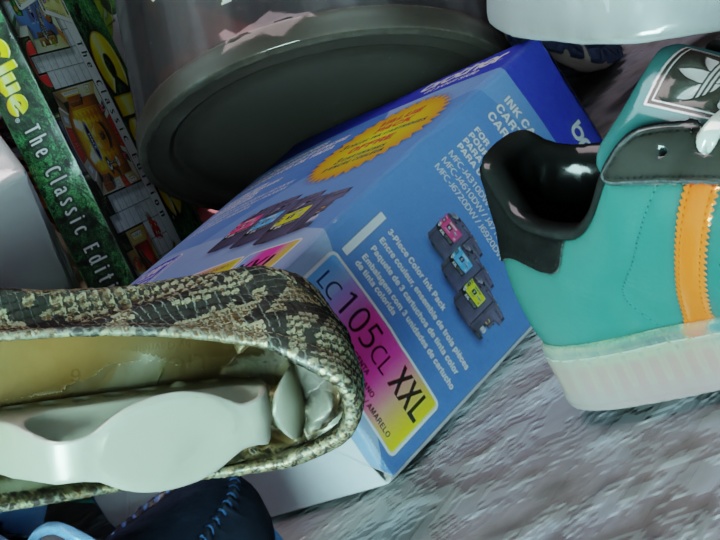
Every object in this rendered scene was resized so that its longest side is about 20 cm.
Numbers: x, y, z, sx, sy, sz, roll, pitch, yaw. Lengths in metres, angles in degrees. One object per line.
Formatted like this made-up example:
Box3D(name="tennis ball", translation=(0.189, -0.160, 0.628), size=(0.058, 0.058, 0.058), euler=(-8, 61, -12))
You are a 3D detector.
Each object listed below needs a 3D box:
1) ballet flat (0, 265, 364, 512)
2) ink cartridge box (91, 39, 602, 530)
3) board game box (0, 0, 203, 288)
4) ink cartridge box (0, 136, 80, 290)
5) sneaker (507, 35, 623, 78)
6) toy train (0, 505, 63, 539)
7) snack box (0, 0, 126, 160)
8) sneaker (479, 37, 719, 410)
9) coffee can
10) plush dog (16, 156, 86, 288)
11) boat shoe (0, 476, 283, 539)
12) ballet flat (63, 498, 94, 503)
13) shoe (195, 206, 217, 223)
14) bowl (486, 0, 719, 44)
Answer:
Box3D(name="ballet flat", translation=(-0.093, 0.038, 0.635), size=(0.199, 0.068, 0.075), euler=(-7, 22, -15))
Box3D(name="ink cartridge box", translation=(0.000, 0.000, 0.810), size=(0.136, 0.077, 0.200), euler=(-21, 15, 45))
Box3D(name="board game box", translation=(-0.099, -0.046, 0.907), size=(0.023, 0.201, 0.105), euler=(-25, 4, 12))
Box3D(name="ink cartridge box", translation=(-0.226, -0.006, 0.893), size=(0.200, 0.083, 0.147), euler=(-30, 50, -13))
Box3D(name="sneaker", translation=(0.067, -0.105, 1.108), size=(0.085, 0.077, 0.200), euler=(-40, 2, 13))
Box3D(name="toy train", translation=(-0.162, 0.105, 0.684), size=(0.200, 0.114, 0.087), euler=(-24, -34, -42))
Box3D(name="snack box", translation=(-0.134, -0.076, 1.075), size=(0.142, 0.053, 0.200), euler=(-6, -5, -34))
Box3D(name="sneaker", translation=(0.105, -0.022, 0.598), size=(0.200, 0.080, 0.071), euler=(-20, 17, 46))
Box3D(name="coffee can", translation=(-0.030, -0.143, 0.933), size=(0.146, 0.201, 0.146), euler=(-11, -22, -4))
Box3D(name="plush dog", translation=(-0.180, 0.040, 0.979), size=(0.171, 0.160, 0.201), euler=(-20, 44, 26))
Box3D(name="boat shoe", translation=(-0.088, 0.103, 0.625), size=(0.084, 0.069, 0.200), euler=(-23, 15, 38))
Box3D(name="ballet flat", translation=(-0.144, 0.041, 0.821), size=(0.069, 0.063, 0.200), euler=(-49, -28, 7))
Box3D(name="shoe", translation=(-0.024, -0.032, 1.009), size=(0.200, 0.072, 0.091), euler=(-33, 8, -20))
Box3D(name="bowl", translation=(0.142, -0.129, 0.796), size=(0.199, 0.075, 0.200), euler=(-10, 9, -7))
